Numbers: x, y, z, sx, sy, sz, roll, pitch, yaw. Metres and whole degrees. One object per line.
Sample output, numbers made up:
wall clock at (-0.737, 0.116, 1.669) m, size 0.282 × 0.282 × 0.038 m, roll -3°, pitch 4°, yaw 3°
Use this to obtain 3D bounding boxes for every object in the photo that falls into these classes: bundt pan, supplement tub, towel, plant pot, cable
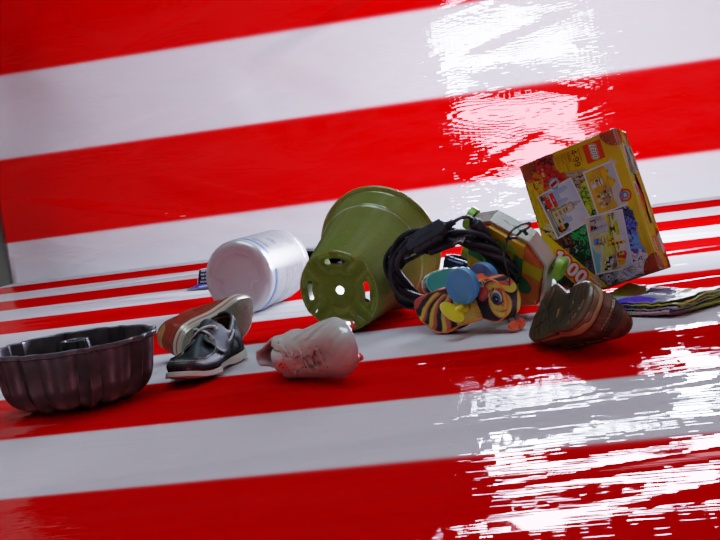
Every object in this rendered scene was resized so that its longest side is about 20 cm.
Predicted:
bundt pan at (-0.334, 0.119, 1.463) m, size 0.198 × 0.077 × 0.202 m, roll -8°, pitch 5°, yaw 1°
supplement tub at (-0.182, 0.001, 2.211) m, size 0.130 × 0.134 × 0.200 m, roll -6°, pitch 5°, yaw 19°
towel at (0.383, 0.035, 1.612) m, size 0.142 × 0.023 × 0.199 m, roll -12°, pitch 7°, yaw -35°
plant pot at (0.000, 0.000, 1.818) m, size 0.197 × 0.203 × 0.190 m, roll -5°, pitch 19°, yaw 23°
cable at (0.122, 0.001, 1.690) m, size 0.199 × 0.162 × 0.051 m, roll -31°, pitch 31°, yaw 41°

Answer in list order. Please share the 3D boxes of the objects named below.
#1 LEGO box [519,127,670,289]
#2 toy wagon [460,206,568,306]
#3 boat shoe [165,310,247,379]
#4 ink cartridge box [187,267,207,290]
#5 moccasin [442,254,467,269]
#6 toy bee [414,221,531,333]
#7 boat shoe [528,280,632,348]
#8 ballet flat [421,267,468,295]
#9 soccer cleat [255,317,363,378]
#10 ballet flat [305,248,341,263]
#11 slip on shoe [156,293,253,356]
LEGO box at (0.328, -0.075, 1.725) m, size 0.147 × 0.203 × 0.077 m, roll -21°, pitch -8°, yaw 24°
toy wagon at (0.208, -0.002, 1.702) m, size 0.154 × 0.201 × 0.040 m, roll 31°, pitch 62°, yaw 21°
boat shoe at (-0.201, 0.097, 1.565) m, size 0.071 × 0.069 × 0.200 m, roll -5°, pitch 7°, yaw 14°
ink cartridge box at (-0.262, 0.004, 2.785) m, size 0.197 × 0.041 × 0.199 m, roll -5°, pitch 6°, yaw 29°
moccasin at (0.224, -0.006, 2.026) m, size 0.197 × 0.069 × 0.080 m, roll -6°, pitch 6°, yaw 20°
toy bee at (0.157, 0.040, 1.584) m, size 0.129 × 0.110 × 0.200 m, roll -20°, pitch -15°, yaw -30°
boat shoe at (0.245, 0.058, 1.392) m, size 0.067 × 0.073 × 0.200 m, roll 25°, pitch -8°, yaw -8°
ballet flat at (0.173, 0.031, 1.820) m, size 0.197 × 0.077 × 0.064 m, roll -5°, pitch -27°, yaw -24°
soccer cleat at (-0.059, 0.096, 1.409) m, size 0.077 × 0.070 × 0.199 m, roll -15°, pitch 1°, yaw -23°
ballet flat at (-0.123, -0.024, 2.713) m, size 0.197 × 0.068 × 0.057 m, roll -8°, pitch -15°, yaw -24°
slip on shoe at (-0.217, 0.075, 1.765) m, size 0.060 × 0.075 × 0.199 m, roll 16°, pitch 21°, yaw 27°
